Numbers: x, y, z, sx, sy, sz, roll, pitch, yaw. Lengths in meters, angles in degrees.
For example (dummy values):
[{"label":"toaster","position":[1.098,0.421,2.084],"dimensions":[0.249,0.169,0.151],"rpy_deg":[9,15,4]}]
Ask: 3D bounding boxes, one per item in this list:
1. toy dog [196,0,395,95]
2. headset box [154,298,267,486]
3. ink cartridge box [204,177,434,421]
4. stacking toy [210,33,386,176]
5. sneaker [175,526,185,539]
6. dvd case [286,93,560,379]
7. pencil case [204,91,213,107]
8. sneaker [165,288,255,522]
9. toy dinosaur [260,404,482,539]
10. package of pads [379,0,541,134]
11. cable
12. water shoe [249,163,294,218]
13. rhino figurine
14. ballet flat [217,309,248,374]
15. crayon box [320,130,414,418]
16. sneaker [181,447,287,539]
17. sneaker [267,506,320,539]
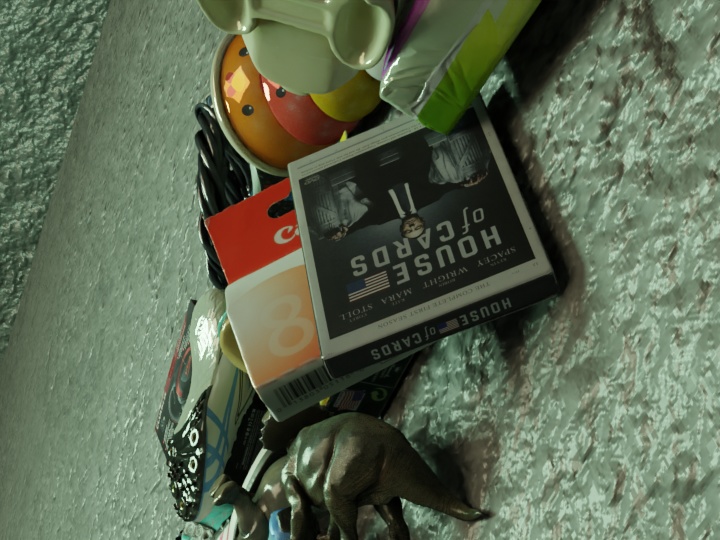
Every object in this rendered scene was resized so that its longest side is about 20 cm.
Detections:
[{"label":"toy dog","position":[-0.009,-0.234,0.838],"dimensions":[0.194,0.137,0.203],"rpy_deg":[69,-144,-64]},{"label":"headset box","position":[-0.142,0.126,1.209],"dimensions":[0.200,0.074,0.151],"rpy_deg":[-140,65,-66]},{"label":"ink cartridge box","position":[-0.022,-0.015,0.843],"dimensions":[0.202,0.160,0.050],"rpy_deg":[64,-179,38]},{"label":"stacking toy","position":[-0.023,-0.173,1.046],"dimensions":[0.198,0.145,0.149],"rpy_deg":[-16,62,48]},{"label":"sneaker","position":[-0.142,0.317,1.112],"dimensions":[0.201,0.074,0.079],"rpy_deg":[-104,31,-52]},{"label":"dvd case","position":[0.032,-0.031,0.791],"dimensions":[0.202,0.148,0.025],"rpy_deg":[-104,-10,-49]},{"label":"pencil case","position":[-0.103,-0.246,1.308],"dimensions":[0.090,0.077,0.202],"rpy_deg":[-72,7,-57]},{"label":"sneaker","position":[-0.119,0.116,1.046],"dimensions":[0.071,0.072,0.204],"rpy_deg":[-20,56,53]},{"label":"toy dinosaur","position":[-0.009,0.134,0.799],"dimensions":[0.198,0.076,0.104],"rpy_deg":[-2,90,52]},{"label":"package of pads","position":[0.084,-0.213,0.795],"dimensions":[0.201,0.067,0.156],"rpy_deg":[-54,18,45]},{"label":"cable","position":[-0.134,-0.065,1.189],"dimensions":[0.164,0.050,0.203],"rpy_deg":[-79,-20,-57]},{"label":"water shoe","position":[-0.074,-0.048,1.174],"dimensions":[0.079,0.070,0.203],"rpy_deg":[82,-172,-67]},{"label":"rhino figurine","position":[-0.074,0.190,0.939],"dimensions":[0.201,0.087,0.060],"rpy_deg":[-54,9,11]},{"label":"ballet flat","position":[-0.061,0.066,0.969],"dimensions":[0.069,0.063,0.200],"rpy_deg":[-44,-14,-3]},{"label":"crayon box","position":[0.000,0.000,0.951],"dimensions":[0.202,0.050,0.128],"rpy_deg":[-103,33,-47]},{"label":"sneaker","position":[-0.097,0.217,1.045],"dimensions":[0.121,0.082,0.203],"rpy_deg":[34,112,57]},{"label":"sneaker","position":[-0.070,0.257,0.889],"dimensions":[0.079,0.088,0.203],"rpy_deg":[-110,25,-54]}]
